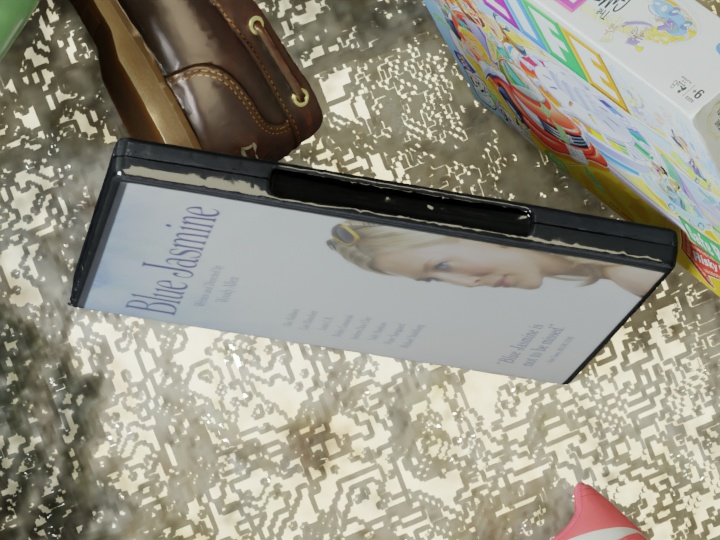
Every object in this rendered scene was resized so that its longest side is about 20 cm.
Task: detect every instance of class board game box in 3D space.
[{"bbox_3d":[0.085,-0.068,0.963,0.034,0.200,0.135,-40,136,-8],"label":"board game box"}]

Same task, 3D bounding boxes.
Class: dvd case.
[{"bbox_3d":[0.000,0.000,0.997,0.199,0.143,0.018,9,70,-9],"label":"dvd case"}]

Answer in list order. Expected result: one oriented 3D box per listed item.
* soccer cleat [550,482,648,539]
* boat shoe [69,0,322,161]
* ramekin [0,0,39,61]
[{"bbox_3d":[0.027,0.157,1.044,0.199,0.068,0.073,-30,70,-5],"label":"soccer cleat"},{"bbox_3d":[-0.084,-0.124,1.024,0.070,0.070,0.201,-30,101,-13],"label":"boat shoe"},{"bbox_3d":[-0.186,-0.081,0.944,0.098,0.200,0.200,37,84,-14],"label":"ramekin"}]
